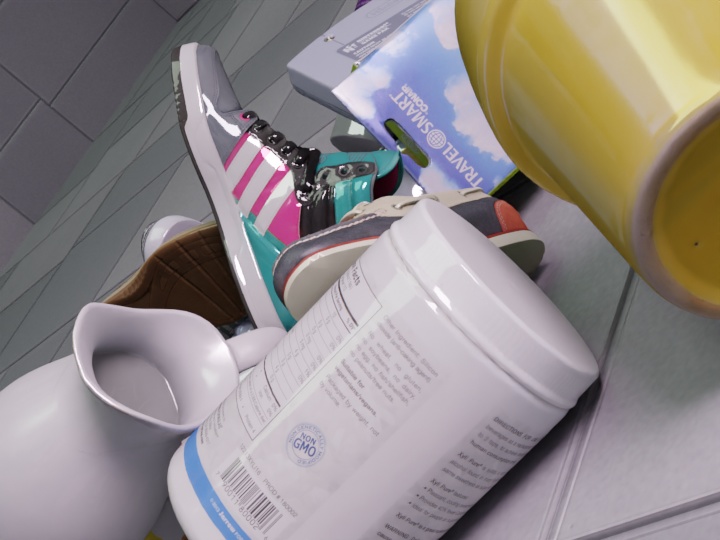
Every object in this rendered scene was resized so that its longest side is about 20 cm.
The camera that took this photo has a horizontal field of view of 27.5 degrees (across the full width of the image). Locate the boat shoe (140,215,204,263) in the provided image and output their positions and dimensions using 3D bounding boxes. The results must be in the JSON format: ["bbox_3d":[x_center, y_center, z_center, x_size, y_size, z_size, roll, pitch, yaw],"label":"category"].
[{"bbox_3d":[-0.143,0.006,1.226,0.069,0.056,0.200,-62,-25,-13],"label":"boat shoe"}]

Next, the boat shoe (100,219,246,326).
[{"bbox_3d":[-0.116,0.004,1.027,0.200,0.072,0.072,-34,16,38],"label":"boat shoe"}]

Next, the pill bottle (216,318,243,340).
[{"bbox_3d":[-0.092,0.030,1.142,0.200,0.116,0.116,-57,18,-20],"label":"pill bottle"}]

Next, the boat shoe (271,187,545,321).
[{"bbox_3d":[0.022,-0.012,0.839,0.200,0.063,0.071,-10,-40,-43],"label":"boat shoe"}]

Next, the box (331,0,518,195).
[{"bbox_3d":[0.088,-0.134,0.963,0.200,0.122,0.048,-43,-2,-13],"label":"box"}]

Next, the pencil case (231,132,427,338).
[{"bbox_3d":[0.000,0.000,1.014,0.200,0.091,0.083,-51,44,3],"label":"pencil case"}]

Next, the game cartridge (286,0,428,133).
[{"bbox_3d":[0.053,-0.171,1.058,0.200,0.041,0.133,-33,38,-17],"label":"game cartridge"}]

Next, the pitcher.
[{"bbox_3d":[-0.139,0.100,0.862,0.171,0.122,0.200,-3,-34,-46],"label":"pitcher"}]

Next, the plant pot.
[{"bbox_3d":[0.156,-0.084,0.653,0.201,0.200,0.189,-43,34,22],"label":"plant pot"}]

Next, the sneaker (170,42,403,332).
[{"bbox_3d":[-0.036,-0.062,0.907,0.120,0.201,0.084,-21,-5,5],"label":"sneaker"}]

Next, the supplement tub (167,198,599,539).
[{"bbox_3d":[0.009,0.077,0.754,0.200,0.132,0.132,-45,17,12],"label":"supplement tub"}]

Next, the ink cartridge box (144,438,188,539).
[{"bbox_3d":[-0.143,0.200,0.962,0.200,0.083,0.145,-54,18,-14],"label":"ink cartridge box"}]

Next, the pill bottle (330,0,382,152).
[{"bbox_3d":[0.045,-0.184,1.179,0.111,0.111,0.201,-6,64,67],"label":"pill bottle"}]
